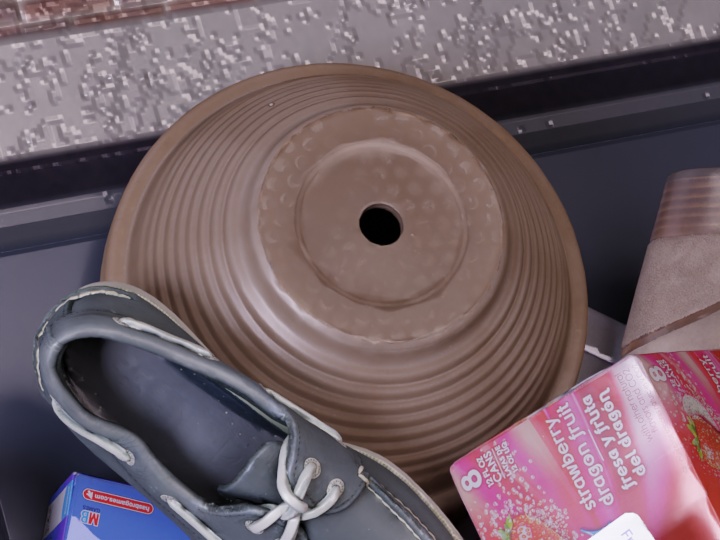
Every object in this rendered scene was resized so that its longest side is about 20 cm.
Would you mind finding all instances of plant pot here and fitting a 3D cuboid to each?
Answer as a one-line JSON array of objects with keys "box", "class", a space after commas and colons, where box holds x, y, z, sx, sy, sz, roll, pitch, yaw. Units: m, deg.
[{"box": [0.000, 0.000, 1.142, 0.200, 0.093, 0.202, 4, 69, -10], "class": "plant pot"}]

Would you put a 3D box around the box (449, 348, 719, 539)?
[{"box": [0.129, 0.137, 1.083, 0.100, 0.095, 0.201, 0, 61, -60], "class": "box"}]

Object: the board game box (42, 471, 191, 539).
[{"box": [-0.032, 0.168, 1.114, 0.199, 0.045, 0.135, 16, 68, -14], "class": "board game box"}]

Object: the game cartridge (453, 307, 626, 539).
[{"box": [0.148, 0.105, 1.191, 0.199, 0.038, 0.130, 26, 60, 4], "class": "game cartridge"}]

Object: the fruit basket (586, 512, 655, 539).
[{"box": [0.067, 0.215, 1.008, 0.186, 0.200, 0.094, 56, 21, 9], "class": "fruit basket"}]

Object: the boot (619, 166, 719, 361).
[{"box": [0.202, 0.029, 1.161, 0.199, 0.070, 0.147, -4, 81, 11], "class": "boot"}]

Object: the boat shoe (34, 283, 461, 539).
[{"box": [-0.039, 0.081, 1.062, 0.200, 0.062, 0.073, 40, 95, 0], "class": "boat shoe"}]
